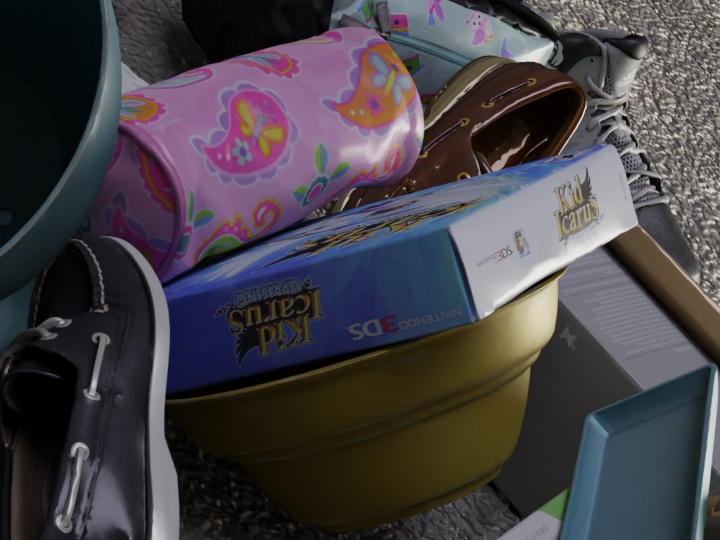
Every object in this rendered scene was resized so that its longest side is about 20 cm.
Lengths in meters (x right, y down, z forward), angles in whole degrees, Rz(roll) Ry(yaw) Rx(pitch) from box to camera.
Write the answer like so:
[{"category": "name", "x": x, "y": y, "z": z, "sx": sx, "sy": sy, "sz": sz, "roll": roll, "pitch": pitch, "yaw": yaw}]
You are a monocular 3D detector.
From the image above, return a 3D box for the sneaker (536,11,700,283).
[{"category": "sneaker", "x": 0.154, "y": -0.082, "z": 1.431, "sx": 0.200, "sy": 0.116, "sz": 0.075, "roll": 47, "pitch": 31, "yaw": 21}]

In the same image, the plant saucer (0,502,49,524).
[{"category": "plant saucer", "x": -0.094, "y": 0.171, "z": 0.890, "sx": 0.199, "sy": 0.030, "sz": 0.201, "roll": 26, "pitch": 31, "yaw": -17}]

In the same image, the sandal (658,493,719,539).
[{"category": "sandal", "x": 0.218, "y": 0.146, "z": 1.056, "sx": 0.199, "sy": 0.080, "sz": 0.054, "roll": 27, "pitch": 54, "yaw": -29}]

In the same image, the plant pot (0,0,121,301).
[{"category": "plant pot", "x": -0.182, "y": -0.061, "z": 0.936, "sx": 0.200, "sy": 0.200, "sz": 0.135, "roll": 44, "pitch": -6, "yaw": 16}]

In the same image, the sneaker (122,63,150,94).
[{"category": "sneaker", "x": -0.119, "y": -0.079, "z": 1.144, "sx": 0.115, "sy": 0.076, "sz": 0.201, "roll": 31, "pitch": 7, "yaw": -15}]

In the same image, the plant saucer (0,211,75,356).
[{"category": "plant saucer", "x": -0.217, "y": -0.017, "z": 1.031, "sx": 0.199, "sy": 0.036, "sz": 0.201, "roll": 25, "pitch": 30, "yaw": -16}]

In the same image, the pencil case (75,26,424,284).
[{"category": "pencil case", "x": -0.056, "y": -0.054, "z": 1.090, "sx": 0.087, "sy": 0.088, "sz": 0.200, "roll": 44, "pitch": 39, "yaw": 16}]

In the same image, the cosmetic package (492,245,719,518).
[{"category": "cosmetic package", "x": 0.131, "y": 0.086, "z": 1.172, "sx": 0.090, "sy": 0.107, "sz": 0.200, "roll": -6, "pitch": 47, "yaw": -50}]

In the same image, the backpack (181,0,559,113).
[{"category": "backpack", "x": 0.008, "y": -0.131, "z": 1.325, "sx": 0.199, "sy": 0.127, "sz": 0.167, "roll": 19, "pitch": 13, "yaw": -30}]

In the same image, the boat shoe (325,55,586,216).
[{"category": "boat shoe", "x": 0.047, "y": -0.041, "z": 1.221, "sx": 0.200, "sy": 0.067, "sz": 0.072, "roll": -49, "pitch": 123, "yaw": -28}]

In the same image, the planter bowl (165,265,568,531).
[{"category": "planter bowl", "x": 0.010, "y": 0.064, "z": 1.055, "sx": 0.200, "sy": 0.199, "sz": 0.084, "roll": -26, "pitch": 101, "yaw": -58}]

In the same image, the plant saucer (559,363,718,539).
[{"category": "plant saucer", "x": 0.120, "y": 0.104, "z": 1.006, "sx": 0.019, "sy": 0.070, "sz": 0.200, "roll": 59, "pitch": 23, "yaw": -16}]

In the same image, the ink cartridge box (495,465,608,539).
[{"category": "ink cartridge box", "x": 0.129, "y": 0.198, "z": 1.023, "sx": 0.200, "sy": 0.084, "sz": 0.145, "roll": 43, "pitch": 29, "yaw": 14}]

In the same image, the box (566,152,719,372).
[{"category": "box", "x": 0.171, "y": 0.044, "z": 1.253, "sx": 0.200, "sy": 0.021, "sz": 0.164, "roll": 49, "pitch": -13, "yaw": 23}]

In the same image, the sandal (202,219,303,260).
[{"category": "sandal", "x": -0.061, "y": -0.032, "z": 1.178, "sx": 0.048, "sy": 0.076, "sz": 0.200, "roll": 27, "pitch": 35, "yaw": 19}]

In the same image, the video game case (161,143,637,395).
[{"category": "video game case", "x": 0.000, "y": 0.000, "z": 1.052, "sx": 0.181, "sy": 0.199, "sz": 0.046, "roll": -29, "pitch": 103, "yaw": -59}]

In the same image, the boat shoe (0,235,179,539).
[{"category": "boat shoe", "x": -0.118, "y": 0.055, "z": 0.940, "sx": 0.060, "sy": 0.074, "sz": 0.201, "roll": 22, "pitch": 40, "yaw": -30}]
